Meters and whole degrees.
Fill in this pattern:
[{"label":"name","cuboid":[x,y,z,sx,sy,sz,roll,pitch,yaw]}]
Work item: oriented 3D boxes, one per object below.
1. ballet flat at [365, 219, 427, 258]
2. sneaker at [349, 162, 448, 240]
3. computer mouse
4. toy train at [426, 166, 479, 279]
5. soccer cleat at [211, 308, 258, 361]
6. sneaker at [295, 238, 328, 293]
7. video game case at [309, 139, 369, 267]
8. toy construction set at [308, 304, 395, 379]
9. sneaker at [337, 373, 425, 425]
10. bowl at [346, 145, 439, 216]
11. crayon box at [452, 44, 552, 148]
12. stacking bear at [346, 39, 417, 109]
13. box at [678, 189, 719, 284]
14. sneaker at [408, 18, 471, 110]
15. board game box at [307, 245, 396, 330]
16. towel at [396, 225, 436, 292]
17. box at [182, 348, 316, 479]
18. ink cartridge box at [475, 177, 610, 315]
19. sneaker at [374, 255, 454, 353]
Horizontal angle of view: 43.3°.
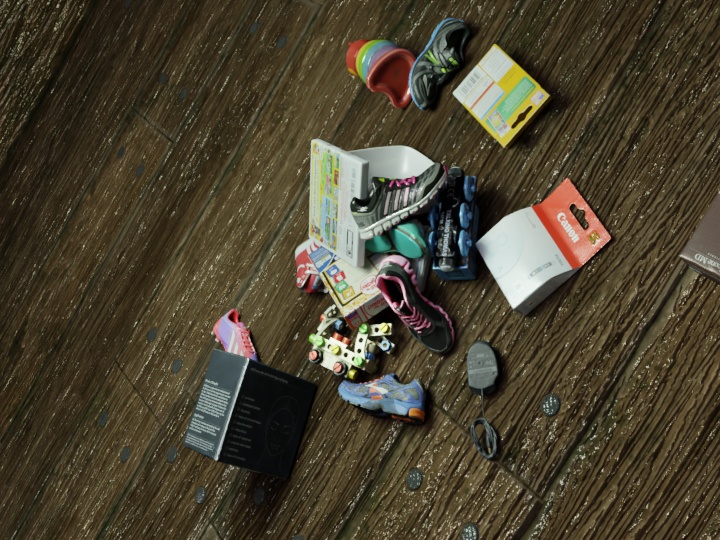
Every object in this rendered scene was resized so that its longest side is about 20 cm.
[{"label":"ballet flat","cuboid":[0.076,-0.068,1.663,0.070,0.068,0.199,-39,21,-22]},{"label":"sneaker","cuboid":[0.062,-0.139,1.608,0.198,0.088,0.074,-34,16,15]},{"label":"computer mouse","cuboid":[0.213,0.219,1.542,0.058,0.034,0.204,-8,70,22]},{"label":"toy train","cuboid":[0.173,-0.083,1.653,0.085,0.114,0.204,-1,68,22]},{"label":"soccer cleat","cuboid":[-0.264,0.160,1.990,0.077,0.066,0.200,-52,42,5]},{"label":"sneaker","cuboid":[-0.077,-0.024,1.871,0.200,0.070,0.115,-42,43,52]},{"label":"video game case","cuboid":[-0.044,-0.131,1.729,0.181,0.023,0.204,32,126,50]},{"label":"toy construction set","cuboid":[-0.027,0.136,1.755,0.198,0.092,0.133,22,86,46]},{"label":"sneaker","cuboid":[0.044,0.229,1.672,0.197,0.075,0.080,7,67,36]},{"label":"bowl","cuboid":[0.056,-0.167,1.769,0.200,0.196,0.076,48,139,45]},{"label":"crayon box","cuboid":[0.274,-0.323,1.716,0.126,0.051,0.201,-48,45,16]},{"label":"stacking bear","cuboid":[0.034,-0.446,1.964,0.115,0.120,0.200,-58,37,8]},{"label":"box","cuboid":[0.564,-0.075,1.315,0.100,0.074,0.202,35,97,46]},{"label":"sneaker","cuboid":[0.163,-0.425,1.853,0.082,0.070,0.202,22,84,52]},{"label":"board game box","cuboid":[0.000,0.000,1.756,0.150,0.047,0.201,-32,44,0]},{"label":"towel","cuboid":[0.060,-0.020,1.797,0.198,0.024,0.150,1,71,44]},{"label":"box","cuboid":[-0.216,0.283,1.786,0.123,0.199,0.200,10,77,45]},{"label":"ink cartridge box","cuboid":[0.309,-0.048,1.558,0.200,0.047,0.161,-45,47,22]},{"label":"sneaker","cuboid":[0.091,0.071,1.620,0.079,0.095,0.201,-37,91,22]}]
